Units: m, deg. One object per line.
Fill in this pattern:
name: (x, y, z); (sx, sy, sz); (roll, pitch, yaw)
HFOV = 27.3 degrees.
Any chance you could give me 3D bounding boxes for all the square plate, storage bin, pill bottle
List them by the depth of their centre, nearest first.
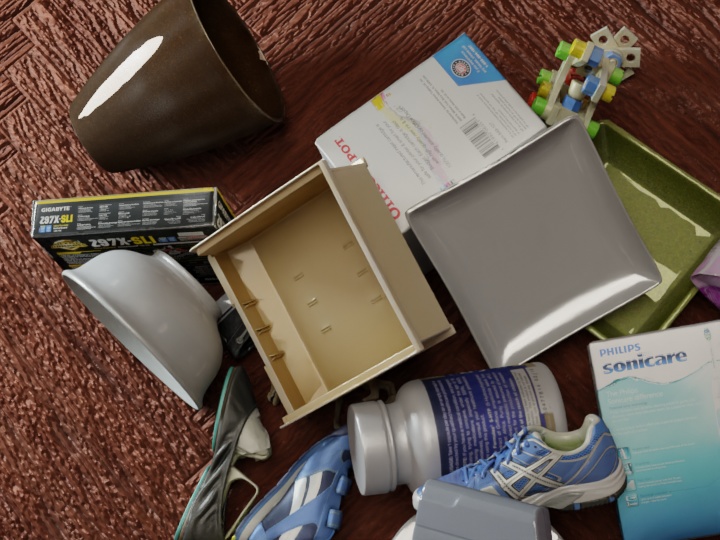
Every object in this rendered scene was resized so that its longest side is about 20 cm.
pill bottle: (0.093, 0.161, 1.456); (0.199, 0.120, 0.120); (-7, 68, -9)
storage bin: (-0.042, 0.023, 1.457); (0.198, 0.094, 0.200); (-31, 84, 29)
square plate: (0.173, -0.024, 1.486); (0.198, 0.028, 0.200); (-30, 105, 0)

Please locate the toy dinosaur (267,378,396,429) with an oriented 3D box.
toy dinosaur: (-0.005, 0.100, 1.554); (0.200, 0.058, 0.101); (-29, 66, -2)

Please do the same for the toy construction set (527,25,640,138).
toy construction set: (0.232, -0.202, 1.574); (0.092, 0.200, 0.131); (28, 116, 9)

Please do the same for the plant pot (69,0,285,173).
plant pot: (-0.217, -0.197, 1.655); (0.200, 0.187, 0.187); (-30, 66, 14)

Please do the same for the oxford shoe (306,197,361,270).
oxford shoe: (0.000, 0.000, 1.525); (0.073, 0.084, 0.200); (-38, 90, -10)

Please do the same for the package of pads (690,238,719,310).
package of pads: (0.437, -0.028, 1.490); (0.120, 0.076, 0.200); (43, 80, -13)

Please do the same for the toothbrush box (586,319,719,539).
toothbrush box: (0.307, 0.156, 1.436); (0.146, 0.085, 0.201); (-11, 85, 6)

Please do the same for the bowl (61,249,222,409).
bowl: (-0.208, 0.043, 1.536); (0.201, 0.201, 0.090); (39, 76, 21)

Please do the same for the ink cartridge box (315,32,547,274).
ink cartridge box: (0.080, -0.114, 1.571); (0.200, 0.145, 0.147); (-35, 67, -4)

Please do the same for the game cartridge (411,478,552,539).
game cartridge: (0.100, 0.295, 1.301); (0.133, 0.041, 0.201); (10, 90, 35)

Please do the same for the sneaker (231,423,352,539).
sneaker: (-0.044, 0.234, 1.505); (0.082, 0.074, 0.200); (40, 82, 13)

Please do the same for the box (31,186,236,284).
box: (-0.229, -0.031, 1.588); (0.199, 0.160, 0.050); (-4, 66, 10)

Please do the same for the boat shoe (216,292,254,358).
boat shoe: (-0.074, 0.014, 1.589); (0.199, 0.074, 0.068); (-40, 67, -5)

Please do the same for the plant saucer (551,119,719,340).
plant saucer: (0.271, -0.027, 1.557); (0.200, 0.048, 0.200); (38, 80, 21)

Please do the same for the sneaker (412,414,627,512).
sneaker: (0.143, 0.185, 1.375); (0.199, 0.076, 0.077); (-13, 109, -4)

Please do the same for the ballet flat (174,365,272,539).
ballet flat: (-0.131, 0.202, 1.539); (0.068, 0.068, 0.201); (16, 83, 5)

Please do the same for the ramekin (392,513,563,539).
ramekin: (0.116, 0.324, 1.427); (0.202, 0.094, 0.203); (-3, 68, 9)
